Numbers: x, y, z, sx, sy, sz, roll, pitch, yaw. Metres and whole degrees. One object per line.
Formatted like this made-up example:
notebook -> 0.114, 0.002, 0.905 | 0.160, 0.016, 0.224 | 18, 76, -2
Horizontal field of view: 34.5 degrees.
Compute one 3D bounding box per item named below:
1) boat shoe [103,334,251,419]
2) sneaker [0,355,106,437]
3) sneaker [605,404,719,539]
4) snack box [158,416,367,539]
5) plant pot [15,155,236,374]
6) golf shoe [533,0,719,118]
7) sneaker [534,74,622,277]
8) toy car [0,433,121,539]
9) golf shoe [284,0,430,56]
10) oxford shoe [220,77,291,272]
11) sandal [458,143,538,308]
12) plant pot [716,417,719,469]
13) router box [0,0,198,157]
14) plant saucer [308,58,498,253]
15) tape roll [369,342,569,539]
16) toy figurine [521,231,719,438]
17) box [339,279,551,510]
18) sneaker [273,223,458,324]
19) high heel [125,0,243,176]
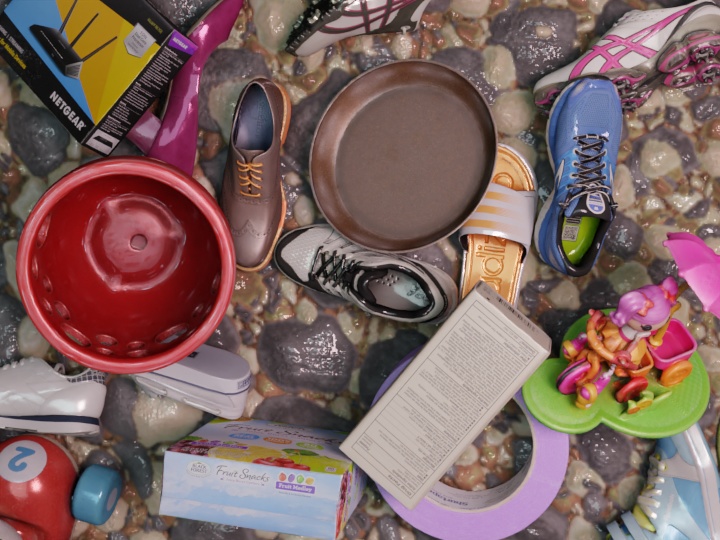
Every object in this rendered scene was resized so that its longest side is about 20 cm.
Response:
boat shoe -> -0.209, 0.104, 1.211 | 0.199, 0.074, 0.066 | 20, 119, 20
sneaker -> -0.370, 0.131, 1.242 | 0.199, 0.076, 0.081 | 4, 81, 3
sneaker -> 0.287, 0.225, 1.139 | 0.130, 0.080, 0.201 | -16, 88, 7
snack box -> -0.085, 0.196, 1.130 | 0.168, 0.200, 0.068 | 7, 92, 7
plant pot -> -0.225, -0.018, 1.134 | 0.200, 0.183, 0.201 | -2, 102, -9
golf shoe -> 0.264, -0.208, 1.146 | 0.199, 0.073, 0.092 | -17, 57, 13
sneaker -> 0.220, -0.086, 1.110 | 0.078, 0.089, 0.201 | 0, 110, -9
toy car -> -0.369, 0.269, 1.168 | 0.184, 0.200, 0.178 | 15, 99, 7
golf shoe -> 0.013, -0.262, 1.168 | 0.200, 0.077, 0.088 | -31, 118, 23
oxford shoe -> -0.115, -0.098, 1.191 | 0.071, 0.073, 0.201 | 3, 92, 8
sandal -> 0.136, -0.025, 1.164 | 0.079, 0.059, 0.208 | 4, 92, 7
plant pot -> 0.444, 0.176, 1.059 | 0.199, 0.190, 0.201 | 0, 92, 7
router box -> -0.280, -0.235, 1.191 | 0.149, 0.051, 0.200 | -49, 63, 6
plant saucer -> 0.045, -0.113, 1.168 | 0.199, 0.032, 0.201 | -4, 79, 20
tape roll -> 0.108, 0.166, 1.160 | 0.199, 0.066, 0.201 | 1, 98, 11
toy figurine -> 0.256, 0.047, 1.048 | 0.199, 0.184, 0.150 | -14, 55, -22
box -> 0.080, 0.115, 1.086 | 0.095, 0.078, 0.200 | 42, 102, 4
sneaker -> 0.000, 0.000, 1.167 | 0.199, 0.088, 0.076 | 16, 96, 15
high heel -> -0.162, -0.194, 1.213 | 0.096, 0.067, 0.200 | 37, 97, -14
